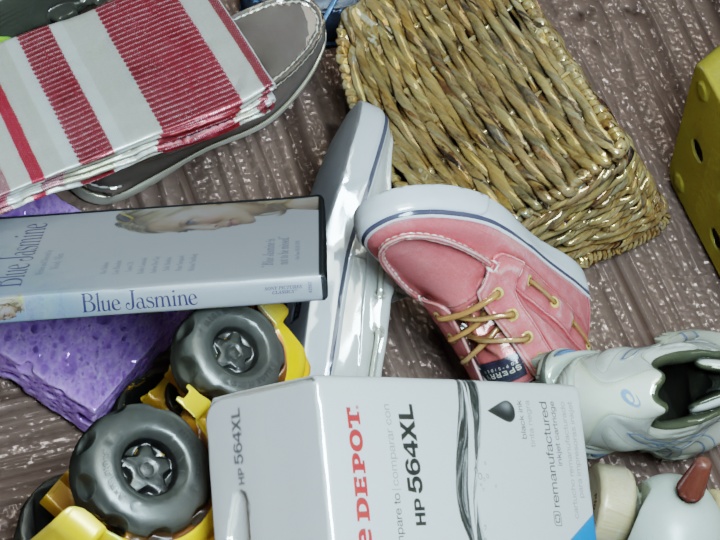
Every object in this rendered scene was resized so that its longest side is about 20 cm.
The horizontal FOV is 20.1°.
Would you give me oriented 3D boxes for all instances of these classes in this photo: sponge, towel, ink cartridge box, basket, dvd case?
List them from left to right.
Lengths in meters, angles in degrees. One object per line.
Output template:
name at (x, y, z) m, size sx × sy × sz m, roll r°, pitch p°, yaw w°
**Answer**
sponge at (-0.205, 0.001, 1.189) m, size 0.200 × 0.030 × 0.112 m, roll 31°, pitch 55°, yaw 9°
towel at (-0.162, -0.103, 1.198) m, size 0.199 × 0.023 × 0.144 m, roll -22°, pitch 45°, yaw -10°
dvd case at (-0.118, -0.008, 1.112) m, size 0.199 × 0.018 × 0.143 m, roll -4°, pitch 20°, yaw 0°
ink cartridge box at (0.026, 0.132, 1.034) m, size 0.200 × 0.084 × 0.147 m, roll 4°, pitch 76°, yaw -45°
basket at (0.083, -0.087, 1.293) m, size 0.143 × 0.149 × 0.200 m, roll -34°, pitch 65°, yaw 8°

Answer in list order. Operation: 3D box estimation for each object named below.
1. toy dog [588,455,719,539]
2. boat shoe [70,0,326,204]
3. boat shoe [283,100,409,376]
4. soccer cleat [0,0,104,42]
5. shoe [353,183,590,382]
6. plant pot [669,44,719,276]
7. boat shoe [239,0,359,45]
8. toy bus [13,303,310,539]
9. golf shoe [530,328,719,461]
toy dog at (0.178, 0.183, 1.117) m, size 0.131 × 0.096 × 0.201 m, roll -9°, pitch 60°, yaw -17°
boat shoe at (-0.097, -0.114, 1.253) m, size 0.200 × 0.060 × 0.072 m, roll -34°, pitch 81°, yaw -21°
boat shoe at (0.000, 0.000, 1.199) m, size 0.065 × 0.072 × 0.201 m, roll 16°, pitch 68°, yaw -16°
soccer cleat at (-0.251, -0.167, 1.281) m, size 0.200 × 0.065 × 0.084 m, roll -26°, pitch 37°, yaw -22°
shoe at (0.074, 0.022, 1.167) m, size 0.200 × 0.071 × 0.091 m, roll 26°, pitch 47°, yaw -48°
plant pot at (0.305, -0.066, 1.262) m, size 0.176 × 0.200 × 0.200 m, roll -19°, pitch 63°, yaw -10°
boat shoe at (0.016, -0.204, 1.348) m, size 0.199 × 0.069 × 0.084 m, roll -16°, pitch 64°, yaw -18°
toy bus at (-0.065, 0.135, 1.082) m, size 0.192 × 0.136 × 0.200 m, roll 39°, pitch 54°, yaw -2°
golf shoe at (0.191, 0.072, 1.164) m, size 0.200 × 0.097 × 0.079 m, roll -7°, pitch 88°, yaw -45°
